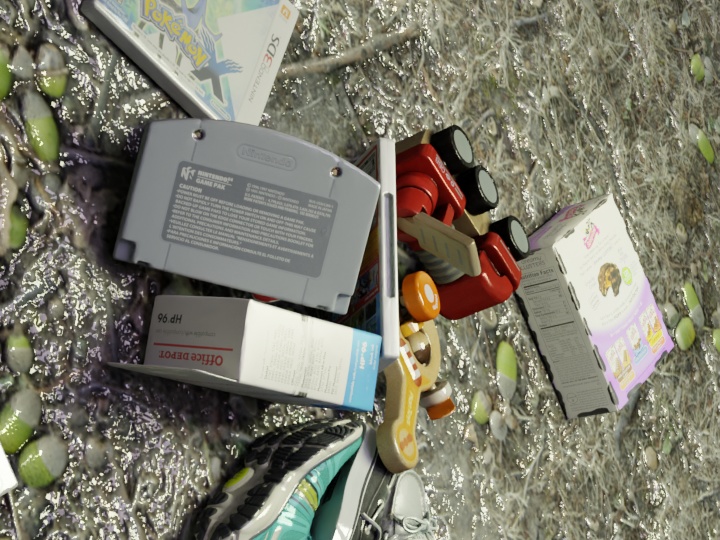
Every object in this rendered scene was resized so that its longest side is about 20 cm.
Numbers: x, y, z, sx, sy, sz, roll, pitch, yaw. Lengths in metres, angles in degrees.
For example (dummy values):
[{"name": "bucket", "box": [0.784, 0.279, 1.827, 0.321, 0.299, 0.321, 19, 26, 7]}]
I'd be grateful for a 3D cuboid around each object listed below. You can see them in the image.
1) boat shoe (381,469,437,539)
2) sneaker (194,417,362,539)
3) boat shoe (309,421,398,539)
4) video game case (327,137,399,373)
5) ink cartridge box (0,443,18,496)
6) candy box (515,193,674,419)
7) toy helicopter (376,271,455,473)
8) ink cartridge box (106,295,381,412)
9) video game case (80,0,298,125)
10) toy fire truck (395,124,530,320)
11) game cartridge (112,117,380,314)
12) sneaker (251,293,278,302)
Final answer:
[{"name": "boat shoe", "box": [0.044, 0.273, 1.383, 0.074, 0.065, 0.203, 28, 57, -43]}, {"name": "sneaker", "box": [-0.065, 0.192, 1.287, 0.200, 0.077, 0.080, -43, 124, -41]}, {"name": "boat shoe", "box": [-0.010, 0.224, 1.329, 0.068, 0.074, 0.200, 40, 38, -16]}, {"name": "video game case", "box": [0.000, 0.000, 1.375, 0.017, 0.143, 0.201, 7, 70, -19]}, {"name": "ink cartridge box", "box": [-0.322, 0.139, 1.004, 0.200, 0.039, 0.100, -28, 99, -53]}, {"name": "candy box", "box": [0.259, 0.038, 1.729, 0.168, 0.071, 0.201, -35, 105, -50]}, {"name": "toy helicopter", "box": [0.044, 0.108, 1.414, 0.132, 0.079, 0.200, 54, 30, -35]}, {"name": "ink cartridge box", "box": [-0.092, 0.064, 1.243, 0.200, 0.116, 0.068, 18, 77, -47]}, {"name": "video game case", "box": [-0.145, -0.231, 1.369, 0.200, 0.022, 0.183, 43, 47, -33]}, {"name": "toy fire truck", "box": [0.088, -0.024, 1.463, 0.176, 0.128, 0.200, 56, 29, -23]}, {"name": "game cartridge", "box": [-0.089, -0.050, 1.253, 0.199, 0.040, 0.134, 15, 96, -15]}, {"name": "sneaker", "box": [-0.103, -0.044, 1.316, 0.199, 0.113, 0.071, 25, 18, -7]}]
